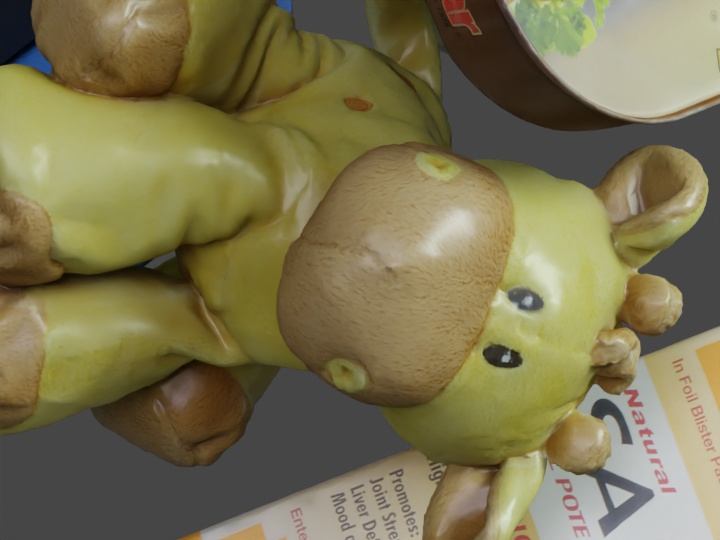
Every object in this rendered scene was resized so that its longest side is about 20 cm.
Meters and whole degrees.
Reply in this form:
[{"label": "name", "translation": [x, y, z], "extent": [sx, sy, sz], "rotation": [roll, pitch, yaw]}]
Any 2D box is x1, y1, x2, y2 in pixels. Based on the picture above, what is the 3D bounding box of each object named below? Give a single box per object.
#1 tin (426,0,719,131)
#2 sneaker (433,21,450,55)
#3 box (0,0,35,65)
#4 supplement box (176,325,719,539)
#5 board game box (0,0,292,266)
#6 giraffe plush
[{"label": "tin", "translation": [0.092, -0.104, 0.750], "extent": [0.042, 0.199, 0.113], "rotation": [-14, 95, 50]}, {"label": "sneaker", "translation": [0.070, -0.161, 0.884], "extent": [0.079, 0.078, 0.200], "rotation": [29, 81, 31]}, {"label": "box", "translation": [-0.096, -0.181, 0.901], "extent": [0.200, 0.079, 0.141], "rotation": [-38, 53, -3]}, {"label": "supplement box", "translation": [0.058, 0.107, 0.808], "extent": [0.199, 0.074, 0.127], "rotation": [-22, 72, 6]}, {"label": "board game box", "translation": [-0.112, -0.055, 0.907], "extent": [0.158, 0.039, 0.200], "rotation": [-47, 55, -10]}, {"label": "giraffe plush", "translation": [0.000, 0.000, 0.769], "extent": [0.162, 0.199, 0.173], "rotation": [32, 119, 41]}]
